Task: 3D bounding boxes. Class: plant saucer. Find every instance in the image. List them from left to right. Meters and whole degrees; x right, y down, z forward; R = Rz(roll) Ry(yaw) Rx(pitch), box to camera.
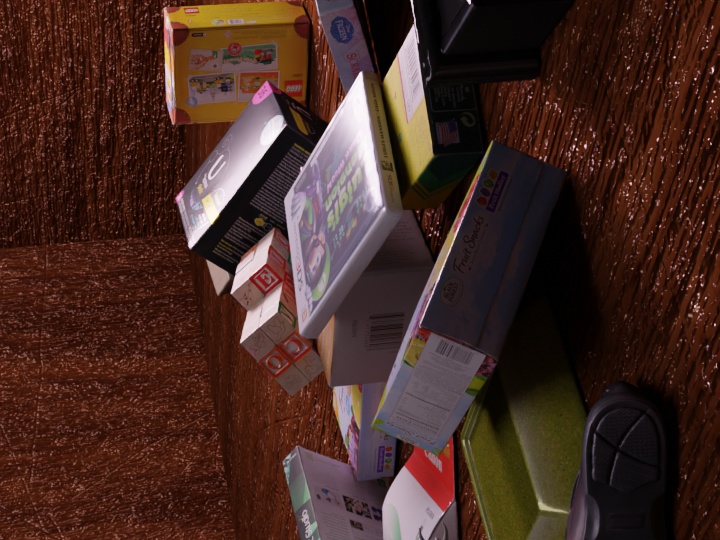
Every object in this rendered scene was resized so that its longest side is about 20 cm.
[{"bbox_3d":[0.129,0.155,1.071,0.201,0.047,0.202,102,160,-53],"label":"plant saucer"}]

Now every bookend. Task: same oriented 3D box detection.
[{"bbox_3d":[0.094,-0.262,0.958,0.199,0.091,0.202,129,134,-72],"label":"bookend"}]

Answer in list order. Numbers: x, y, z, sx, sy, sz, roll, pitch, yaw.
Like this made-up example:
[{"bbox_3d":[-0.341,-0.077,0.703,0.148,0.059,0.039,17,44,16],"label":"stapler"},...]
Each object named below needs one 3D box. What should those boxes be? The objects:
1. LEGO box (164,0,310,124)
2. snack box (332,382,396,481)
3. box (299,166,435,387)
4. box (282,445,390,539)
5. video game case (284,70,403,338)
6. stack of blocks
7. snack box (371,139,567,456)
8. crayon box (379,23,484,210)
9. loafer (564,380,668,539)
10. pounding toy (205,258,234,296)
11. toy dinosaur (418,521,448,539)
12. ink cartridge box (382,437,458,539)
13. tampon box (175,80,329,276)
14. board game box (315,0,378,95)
[{"bbox_3d":[-0.175,-0.295,1.930,0.077,0.198,0.150,-113,22,-52],"label":"LEGO box"},{"bbox_3d":[0.007,0.125,1.602,0.143,0.052,0.202,-109,19,-53],"label":"snack box"},{"bbox_3d":[0.000,0.000,1.462,0.201,0.105,0.153,-111,20,-50],"label":"box"},{"bbox_3d":[-0.008,0.303,1.553,0.036,0.144,0.201,-49,36,24],"label":"box"},{"bbox_3d":[-0.022,-0.063,1.333,0.200,0.023,0.183,-55,34,43],"label":"video game case"},{"bbox_3d":[-0.089,0.043,1.554,0.115,0.058,0.200,46,-163,-16],"label":"stack of blocks"},{"bbox_3d":[0.079,0.027,1.037,0.200,0.067,0.170,107,-174,-61],"label":"snack box"},{"bbox_3d":[0.059,-0.136,1.267,0.200,0.050,0.128,130,134,-72],"label":"crayon box"},{"bbox_3d":[0.167,0.170,0.891,0.063,0.071,0.202,-65,-20,-75],"label":"loafer"},{"bbox_3d":[-0.125,-0.071,1.892,0.200,0.182,0.144,141,111,-75],"label":"pounding toy"},{"bbox_3d":[0.064,0.355,1.327,0.201,0.076,0.103,-60,31,26],"label":"toy dinosaur"},{"bbox_3d":[0.060,0.248,1.426,0.161,0.050,0.202,-145,49,-74],"label":"ink cartridge box"},{"bbox_3d":[-0.117,-0.104,1.702,0.200,0.126,0.150,-51,29,14],"label":"tampon box"},{"bbox_3d":[-0.024,-0.304,1.463,0.200,0.041,0.202,67,-169,-65],"label":"board game box"}]
